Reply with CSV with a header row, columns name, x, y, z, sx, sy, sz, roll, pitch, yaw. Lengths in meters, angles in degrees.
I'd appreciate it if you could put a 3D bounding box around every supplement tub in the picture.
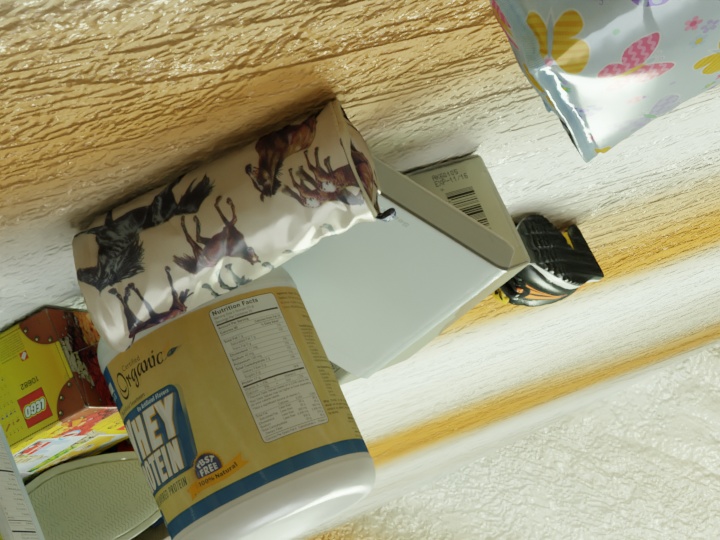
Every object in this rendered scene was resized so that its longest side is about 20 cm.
name,x,y,z,sx,sy,sz,roll,pitch,yaw
supplement tub,-0.090,0.082,1.357,0.144,0.201,0.145,-23,167,-6

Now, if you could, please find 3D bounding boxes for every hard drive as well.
name,x,y,z,sx,sy,sz,roll,pitch,yaw
hard drive,0.000,0.000,1.403,0.200,0.131,0.026,-40,-157,53

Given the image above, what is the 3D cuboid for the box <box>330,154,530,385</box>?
name,x,y,z,sx,sy,sz,roll,pitch,yaw
box,0.032,0.003,1.515,0.077,0.095,0.200,-18,167,-33

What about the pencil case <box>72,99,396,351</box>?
name,x,y,z,sx,sy,sz,roll,pitch,yaw
pencil case,-0.081,-0.024,1.220,0.199,0.078,0.090,-27,148,6

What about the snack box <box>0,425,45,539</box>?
name,x,y,z,sx,sy,sz,roll,pitch,yaw
snack box,-0.297,0.157,1.275,0.168,0.201,0.068,-27,168,12

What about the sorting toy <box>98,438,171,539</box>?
name,x,y,z,sx,sy,sz,roll,pitch,yaw
sorting toy,-0.188,0.156,1.595,0.198,0.070,0.200,-32,-153,9

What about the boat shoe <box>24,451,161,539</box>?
name,x,y,z,sx,sy,sz,roll,pitch,yaw
boat shoe,-0.230,0.182,1.478,0.199,0.072,0.068,-23,-174,-10

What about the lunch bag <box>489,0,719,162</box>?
name,x,y,z,sx,sy,sz,roll,pitch,yaw
lunch bag,0.153,-0.150,1.047,0.169,0.128,0.200,-29,157,9

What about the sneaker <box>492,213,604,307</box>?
name,x,y,z,sx,sy,sz,roll,pitch,yaw
sneaker,0.150,0.004,1.793,0.090,0.070,0.200,-32,168,18

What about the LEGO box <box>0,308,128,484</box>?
name,x,y,z,sx,sy,sz,roll,pitch,yaw
LEGO box,-0.252,0.107,1.440,0.199,0.078,0.149,-28,167,17
